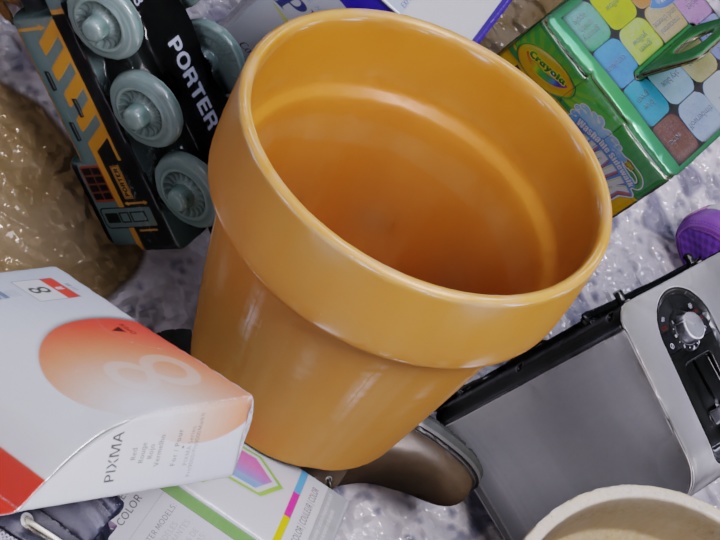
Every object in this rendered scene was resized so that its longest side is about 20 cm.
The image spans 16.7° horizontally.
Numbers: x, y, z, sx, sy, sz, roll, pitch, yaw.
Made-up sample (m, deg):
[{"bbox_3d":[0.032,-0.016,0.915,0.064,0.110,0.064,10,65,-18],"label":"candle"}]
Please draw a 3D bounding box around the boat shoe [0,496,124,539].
[{"bbox_3d":[-0.207,0.097,1.170,0.200,0.075,0.093,37,58,5],"label":"boat shoe"}]

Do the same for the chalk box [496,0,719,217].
[{"bbox_3d":[0.150,-0.109,1.482,0.124,0.200,0.125,51,50,-1],"label":"chalk box"}]

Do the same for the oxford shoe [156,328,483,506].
[{"bbox_3d":[-0.029,0.103,1.349,0.200,0.073,0.084,16,61,-12],"label":"oxford shoe"}]

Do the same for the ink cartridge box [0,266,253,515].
[{"bbox_3d":[-0.175,0.052,1.136,0.200,0.050,0.162,-2,25,-47],"label":"ink cartridge box"}]

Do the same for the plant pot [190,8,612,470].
[{"bbox_3d":[0.000,0.000,1.260,0.200,0.183,0.200,16,42,-16],"label":"plant pot"}]

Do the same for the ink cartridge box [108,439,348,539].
[{"bbox_3d":[-0.108,0.103,1.251,0.200,0.059,0.104,34,17,-2],"label":"ink cartridge box"}]

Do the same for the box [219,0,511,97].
[{"bbox_3d":[0.005,-0.156,1.412,0.105,0.200,0.184,43,51,-9],"label":"box"}]

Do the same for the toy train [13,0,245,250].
[{"bbox_3d":[-0.121,-0.098,1.323,0.085,0.114,0.200,-46,121,-40],"label":"toy train"}]

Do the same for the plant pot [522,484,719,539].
[{"bbox_3d":[0.117,0.237,1.293,0.200,0.183,0.201,11,61,-22],"label":"plant pot"}]

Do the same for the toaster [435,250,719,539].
[{"bbox_3d":[0.157,0.074,1.415,0.181,0.200,0.119,-24,84,-46],"label":"toaster"}]

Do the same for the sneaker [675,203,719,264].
[{"bbox_3d":[0.247,0.054,1.548,0.088,0.080,0.200,-20,80,-30],"label":"sneaker"}]

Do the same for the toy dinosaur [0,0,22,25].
[{"bbox_3d":[-0.199,-0.180,1.394,0.200,0.060,0.106,58,38,-9],"label":"toy dinosaur"}]
